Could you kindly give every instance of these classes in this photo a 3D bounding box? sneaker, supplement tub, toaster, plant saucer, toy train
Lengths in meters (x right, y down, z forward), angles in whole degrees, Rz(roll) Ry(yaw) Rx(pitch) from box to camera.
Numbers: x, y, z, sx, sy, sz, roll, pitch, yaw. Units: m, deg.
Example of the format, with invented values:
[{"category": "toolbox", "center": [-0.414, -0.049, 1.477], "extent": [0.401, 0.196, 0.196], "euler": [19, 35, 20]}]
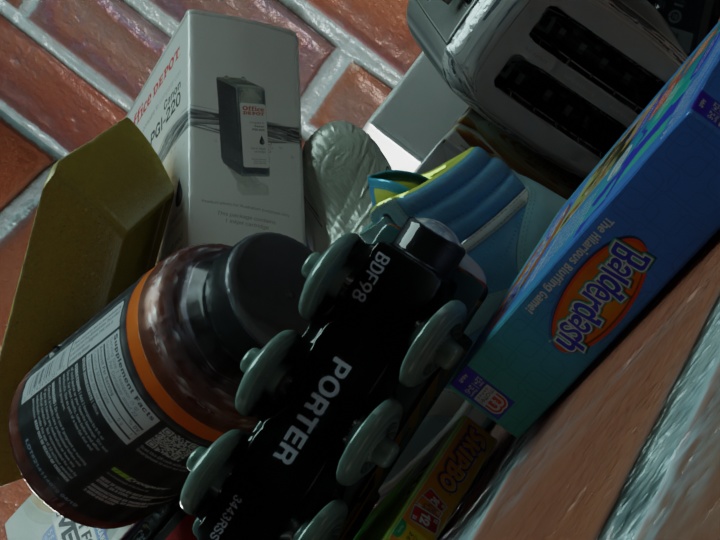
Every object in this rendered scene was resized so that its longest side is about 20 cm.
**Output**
[{"category": "sneaker", "center": [0.000, 0.000, 1.290], "extent": [0.072, 0.072, 0.200], "euler": [51, -149, -57]}, {"category": "supplement tub", "center": [-0.093, 0.054, 1.056], "extent": [0.200, 0.107, 0.107], "euler": [-35, 12, 42]}, {"category": "toaster", "center": [0.126, -0.130, 1.246], "extent": [0.114, 0.200, 0.129], "euler": [-52, 18, 15]}, {"category": "plant saucer", "center": [-0.164, 0.022, 1.214], "extent": [0.200, 0.048, 0.200], "euler": [-65, -8, -76]}, {"category": "sneaker", "center": [0.032, 0.021, 1.082], "extent": [0.200, 0.131, 0.080], "euler": [-53, 2, 12]}, {"category": "toy train", "center": [-0.010, 0.065, 0.947], "extent": [0.200, 0.085, 0.114], "euler": [-59, -14, 4]}]

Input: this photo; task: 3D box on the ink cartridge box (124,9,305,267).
[{"category": "ink cartridge box", "center": [-0.099, -0.048, 1.335], "extent": [0.146, 0.085, 0.200], "euler": [131, 145, -52]}]

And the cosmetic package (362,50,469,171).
[{"category": "cosmetic package", "center": [0.120, -0.128, 1.576], "extent": [0.200, 0.166, 0.167], "euler": [-53, 1, -10]}]

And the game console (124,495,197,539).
[{"category": "game console", "center": [-0.108, 0.220, 1.164], "extent": [0.200, 0.119, 0.172], "euler": [-48, -29, 20]}]

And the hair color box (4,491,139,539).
[{"category": "hair color box", "center": [-0.134, 0.138, 1.267], "extent": [0.200, 0.065, 0.109], "euler": [-46, 36, 15]}]

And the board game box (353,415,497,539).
[{"category": "board game box", "center": [-0.006, 0.157, 1.011], "extent": [0.200, 0.030, 0.096], "euler": [-48, 3, 44]}]

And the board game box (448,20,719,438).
[{"category": "board game box", "center": [0.129, -0.033, 0.904], "extent": [0.200, 0.045, 0.152], "euler": [-52, 1, 44]}]

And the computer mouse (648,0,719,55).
[{"category": "computer mouse", "center": [0.212, -0.190, 1.368], "extent": [0.200, 0.138, 0.053], "euler": [-65, -14, 1]}]

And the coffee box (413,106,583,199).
[{"category": "coffee box", "center": [0.086, -0.038, 1.259], "extent": [0.080, 0.114, 0.200], "euler": [-53, 1, 16]}]
